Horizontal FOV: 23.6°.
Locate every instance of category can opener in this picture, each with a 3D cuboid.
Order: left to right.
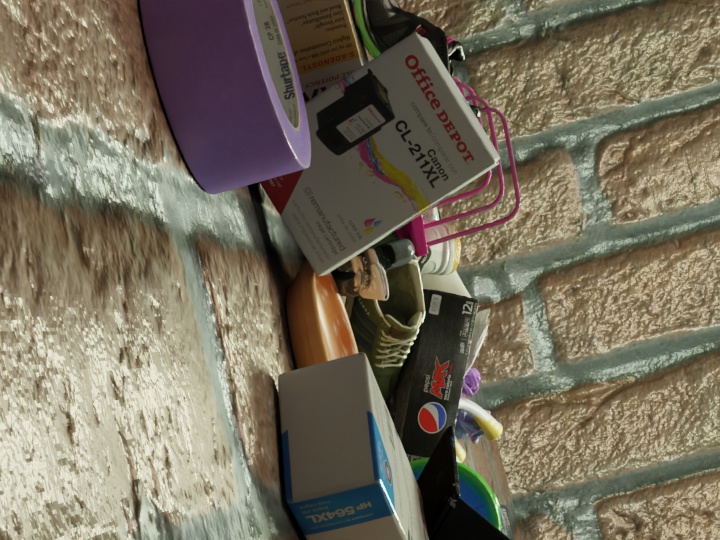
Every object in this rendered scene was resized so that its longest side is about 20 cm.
[{"bbox_3d":[0.000,0.000,1.740,0.200,0.066,0.053,179,-105,-69],"label":"can opener"}]

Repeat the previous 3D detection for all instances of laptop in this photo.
[{"bbox_3d":[0.091,0.280,1.605,0.200,0.103,0.178,-90,-154,-66],"label":"laptop"}]

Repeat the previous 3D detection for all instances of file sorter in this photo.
[{"bbox_3d":[0.076,-0.127,1.846,0.200,0.125,0.140,-129,-155,-63],"label":"file sorter"}]

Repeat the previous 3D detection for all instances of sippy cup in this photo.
[{"bbox_3d":[0.084,0.257,1.772,0.130,0.139,0.179,10,63,-78],"label":"sippy cup"}]

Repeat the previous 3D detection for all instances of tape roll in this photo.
[{"bbox_3d":[-0.108,-0.169,1.406,0.200,0.084,0.201,-15,90,-82],"label":"tape roll"}]

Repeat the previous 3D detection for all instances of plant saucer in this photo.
[{"bbox_3d":[-0.031,0.088,1.659,0.200,0.037,0.202,-16,90,-82],"label":"plant saucer"}]

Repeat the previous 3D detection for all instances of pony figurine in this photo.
[{"bbox_3d":[0.085,0.151,1.999,0.200,0.166,0.194,50,46,-31],"label":"pony figurine"}]

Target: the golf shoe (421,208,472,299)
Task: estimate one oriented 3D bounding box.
[{"bbox_3d":[0.070,-0.023,1.971,0.078,0.098,0.200,-16,55,-45],"label":"golf shoe"}]

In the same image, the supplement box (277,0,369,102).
[{"bbox_3d":[-0.057,-0.203,1.698,0.074,0.125,0.201,-67,141,-80],"label":"supplement box"}]

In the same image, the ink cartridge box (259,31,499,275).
[{"bbox_3d":[0.010,-0.110,1.613,0.146,0.199,0.083,57,8,1],"label":"ink cartridge box"}]

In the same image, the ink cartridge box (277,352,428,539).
[{"bbox_3d":[-0.001,0.195,1.484,0.147,0.084,0.201,-98,171,-47],"label":"ink cartridge box"}]

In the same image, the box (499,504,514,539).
[{"bbox_3d":[0.111,0.326,1.930,0.200,0.121,0.107,39,36,-77],"label":"box"}]

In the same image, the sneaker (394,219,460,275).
[{"bbox_3d":[0.018,-0.036,1.917,0.087,0.199,0.076,-2,95,-40],"label":"sneaker"}]

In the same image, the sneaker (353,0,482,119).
[{"bbox_3d":[0.056,-0.217,1.696,0.201,0.083,0.077,61,10,0],"label":"sneaker"}]

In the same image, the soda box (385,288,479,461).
[{"bbox_3d":[0.071,0.122,1.881,0.071,0.063,0.202,-178,-79,-69],"label":"soda box"}]

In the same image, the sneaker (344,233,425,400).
[{"bbox_3d":[0.027,0.057,1.814,0.090,0.067,0.202,32,-54,56],"label":"sneaker"}]
